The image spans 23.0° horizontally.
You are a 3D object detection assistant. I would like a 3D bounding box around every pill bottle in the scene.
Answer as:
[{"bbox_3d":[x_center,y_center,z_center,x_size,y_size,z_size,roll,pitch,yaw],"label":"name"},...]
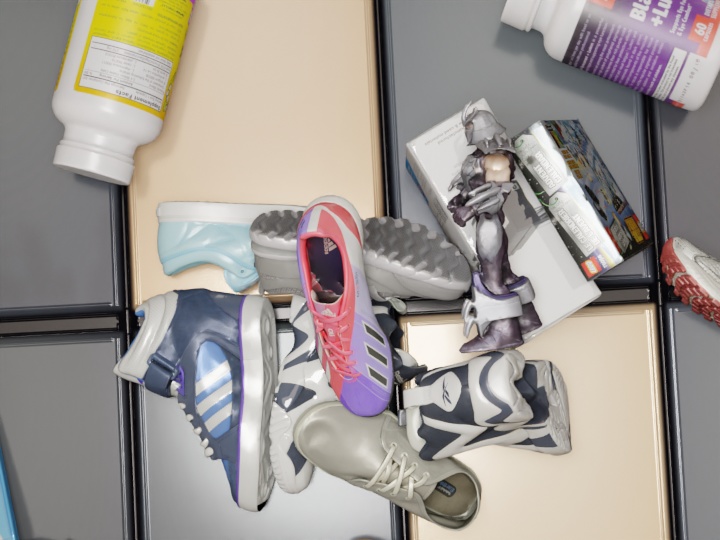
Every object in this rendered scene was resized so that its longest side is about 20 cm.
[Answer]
[{"bbox_3d":[0.234,-0.230,1.605,0.199,0.111,0.112,21,86,2],"label":"pill bottle"},{"bbox_3d":[-0.220,-0.184,1.614,0.103,0.104,0.202,15,86,2],"label":"pill bottle"}]

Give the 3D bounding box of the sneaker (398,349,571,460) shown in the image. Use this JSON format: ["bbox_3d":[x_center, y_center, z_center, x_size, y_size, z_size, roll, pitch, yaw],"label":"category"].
[{"bbox_3d":[0.104,0.125,1.553,0.129,0.199,0.080,-10,77,22],"label":"sneaker"}]

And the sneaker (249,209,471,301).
[{"bbox_3d":[0.000,0.000,1.560,0.198,0.075,0.083,11,124,10],"label":"sneaker"}]

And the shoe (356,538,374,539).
[{"bbox_3d":[0.074,0.294,1.602,0.198,0.070,0.054,16,129,-2],"label":"shoe"}]

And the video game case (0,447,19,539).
[{"bbox_3d":[-0.423,0.206,1.618,0.198,0.018,0.144,-15,74,0],"label":"video game case"}]

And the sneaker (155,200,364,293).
[{"bbox_3d":[-0.090,-0.020,1.620,0.198,0.074,0.083,2,90,11],"label":"sneaker"}]

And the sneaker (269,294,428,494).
[{"bbox_3d":[-0.007,0.108,1.599,0.129,0.080,0.201,7,76,10],"label":"sneaker"}]

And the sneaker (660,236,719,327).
[{"bbox_3d":[0.363,0.021,1.609,0.199,0.078,0.083,29,83,-6],"label":"sneaker"}]

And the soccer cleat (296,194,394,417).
[{"bbox_3d":[-0.018,0.040,1.493,0.068,0.073,0.201,-5,110,16],"label":"soccer cleat"}]

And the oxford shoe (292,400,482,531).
[{"bbox_3d":[0.031,0.174,1.568,0.199,0.058,0.075,29,102,-22],"label":"oxford shoe"}]

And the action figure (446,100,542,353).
[{"bbox_3d":[0.103,-0.039,1.444,0.069,0.130,0.202,-7,98,8],"label":"action figure"}]

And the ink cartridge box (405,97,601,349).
[{"bbox_3d":[0.124,-0.039,1.576,0.083,0.145,0.201,-30,86,-2],"label":"ink cartridge box"}]

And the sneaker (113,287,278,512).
[{"bbox_3d":[-0.152,0.117,1.610,0.145,0.081,0.202,0,92,13],"label":"sneaker"}]

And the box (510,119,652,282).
[{"bbox_3d":[0.195,-0.065,1.550,0.040,0.200,0.137,-32,85,16],"label":"box"}]
